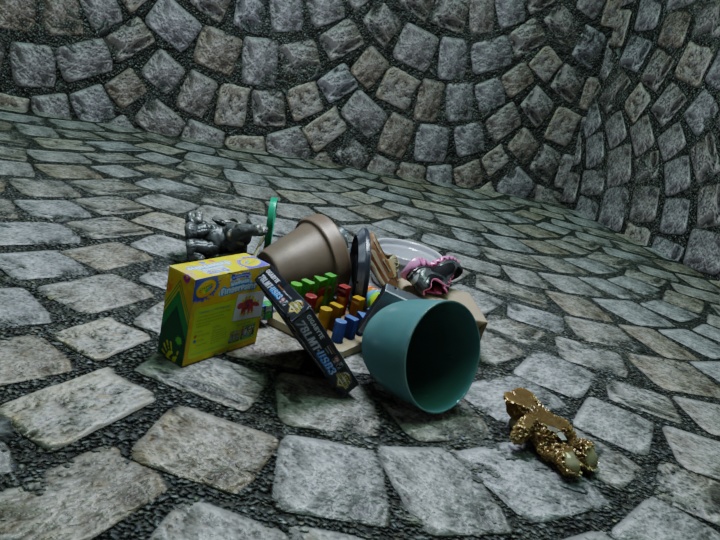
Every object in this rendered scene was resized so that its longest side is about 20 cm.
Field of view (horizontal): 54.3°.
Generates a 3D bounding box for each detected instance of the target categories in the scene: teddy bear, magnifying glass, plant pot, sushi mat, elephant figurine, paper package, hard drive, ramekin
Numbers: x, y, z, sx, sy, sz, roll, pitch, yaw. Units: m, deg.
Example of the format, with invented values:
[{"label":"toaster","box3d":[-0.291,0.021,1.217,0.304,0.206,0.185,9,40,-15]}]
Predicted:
[{"label":"teddy bear","box3d":[0.327,0.293,1.238,0.199,0.067,0.144,31,33,29]},{"label":"magnifying glass","box3d":[-0.226,-0.081,1.736,0.022,0.202,0.080,10,13,-5]},{"label":"plant pot","box3d":[-0.146,-0.019,1.668,0.173,0.202,0.200,-19,32,-31]},{"label":"plant pot","box3d":[0.097,0.145,1.300,0.199,0.203,0.160,-2,7,-41]},{"label":"sushi mat","box3d":[-0.264,-0.018,1.696,0.012,0.096,0.200,25,16,-8]},{"label":"elephant figurine","box3d":[-0.332,-0.079,1.747,0.198,0.143,0.156,-5,36,-11]},{"label":"paper package","box3d":[0.176,0.109,1.613,0.189,0.105,0.200,11,16,-7]},{"label":"hard drive","box3d":[0.112,0.115,1.423,0.198,0.140,0.033,24,43,-8]},{"label":"ramekin","box3d":[0.122,-0.008,1.936,0.198,0.106,0.200,12,18,-4]}]

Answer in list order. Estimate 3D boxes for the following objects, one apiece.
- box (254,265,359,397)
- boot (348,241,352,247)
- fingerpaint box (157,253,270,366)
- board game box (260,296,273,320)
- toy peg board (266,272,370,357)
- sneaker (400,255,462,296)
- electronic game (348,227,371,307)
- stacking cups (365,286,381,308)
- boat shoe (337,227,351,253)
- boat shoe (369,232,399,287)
[{"label":"box","box3d":[-0.099,0.109,1.285,0.050,0.201,0.198,-37,32,-10]},{"label":"boot","box3d":[-0.068,-0.016,1.904,0.199,0.070,0.131,-15,33,-33]},{"label":"fingerpaint box","box3d":[-0.270,0.066,1.300,0.073,0.169,0.199,22,20,28]},{"label":"board game box","box3d":[-0.290,0.058,1.505,0.134,0.035,0.200,-10,27,-32]},{"label":"toy peg board","box3d":[-0.060,0.086,1.516,0.198,0.099,0.199,22,20,28]},{"label":"sneaker","box3d":[0.181,0.021,1.629,0.199,0.079,0.096,-6,47,-46]},{"label":"electronic game","box3d":[0.000,0.000,1.654,0.041,0.202,0.200,5,18,-8]},{"label":"stacking cups","box3d":[0.033,0.068,1.665,0.060,0.061,0.200,8,7,-17]},{"label":"boat shoe","box3d":[-0.030,-0.030,1.786,0.072,0.062,0.201,24,-24,40]},{"label":"boat shoe","box3d":[0.064,-0.011,1.796,0.200,0.074,0.076,51,7,-16]}]
